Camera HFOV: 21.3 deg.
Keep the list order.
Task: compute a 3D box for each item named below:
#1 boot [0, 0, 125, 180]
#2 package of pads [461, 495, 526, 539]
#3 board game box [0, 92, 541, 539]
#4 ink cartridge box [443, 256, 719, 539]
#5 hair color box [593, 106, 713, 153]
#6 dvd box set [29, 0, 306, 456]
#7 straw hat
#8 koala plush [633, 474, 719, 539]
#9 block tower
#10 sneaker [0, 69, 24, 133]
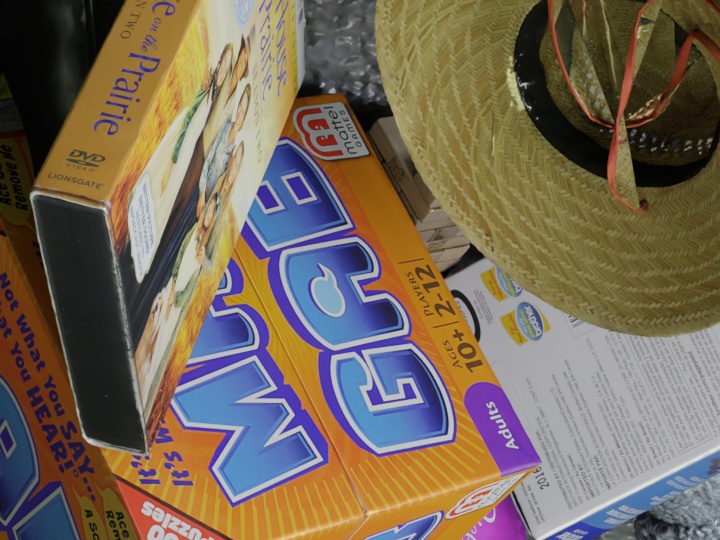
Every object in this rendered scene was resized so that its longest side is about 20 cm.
[{"bbox_3d":[-0.148,-0.109,0.727,0.156,0.080,0.213,7,113,13],"label":"boot"},{"bbox_3d":[0.002,0.139,1.068,0.199,0.121,0.076,24,134,-29],"label":"package of pads"},{"bbox_3d":[-0.084,0.069,0.855,0.199,0.201,0.200,-11,153,-38],"label":"board game box"},{"bbox_3d":[0.121,0.042,0.908,0.199,0.137,0.076,-28,160,12],"label":"ink cartridge box"},{"bbox_3d":[0.186,-0.058,0.766,0.100,0.199,0.061,-46,140,-13],"label":"hair color box"},{"bbox_3d":[-0.063,-0.054,0.706,0.029,0.201,0.147,13,143,10],"label":"dvd box set"},{"bbox_3d":[0.107,-0.076,0.716,0.200,0.085,0.202,30,141,28],"label":"straw hat"},{"bbox_3d":[0.186,0.099,1.009,0.176,0.185,0.200,-25,124,24],"label":"koala plush"},{"bbox_3d":[0.000,0.000,0.936,0.054,0.058,0.200,-11,152,-38],"label":"block tower"},{"bbox_3d":[-0.159,-0.061,0.848,0.198,0.076,0.077,-16,139,18],"label":"sneaker"}]
